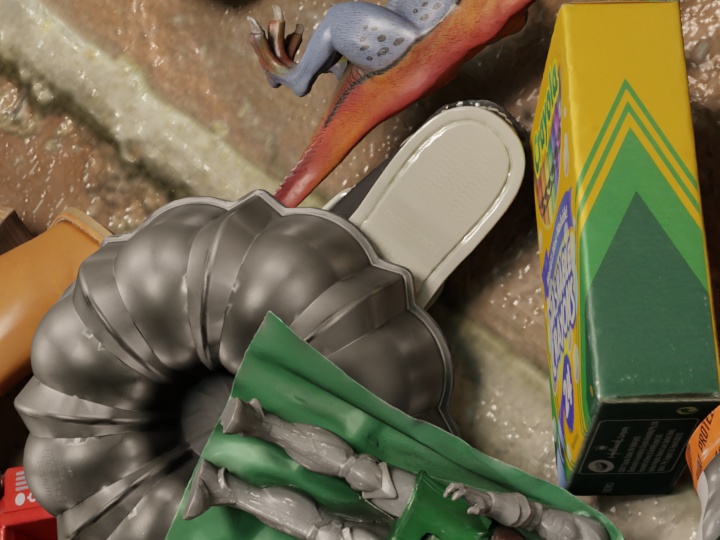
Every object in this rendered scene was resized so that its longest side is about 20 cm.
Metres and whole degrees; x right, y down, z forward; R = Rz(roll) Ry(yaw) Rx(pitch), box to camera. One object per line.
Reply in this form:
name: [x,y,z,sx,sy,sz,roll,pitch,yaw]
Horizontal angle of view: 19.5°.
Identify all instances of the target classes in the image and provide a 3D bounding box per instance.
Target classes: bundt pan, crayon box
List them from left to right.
bundt pan: [-0.061,0.066,0.910,0.202,0.076,0.202,1,95,12]
crayon box: [0.104,-0.021,0.857,0.052,0.126,0.200,-1,67,-2]

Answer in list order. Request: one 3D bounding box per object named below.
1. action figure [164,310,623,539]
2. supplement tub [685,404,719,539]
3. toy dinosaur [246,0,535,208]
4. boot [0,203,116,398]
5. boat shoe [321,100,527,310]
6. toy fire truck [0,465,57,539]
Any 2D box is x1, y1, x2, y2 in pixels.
action figure: [0.031,0.108,0.842,0.055,0.200,0.118,-88,22,-68]
supplement tub: [0.196,0.135,0.742,0.122,0.123,0.200,-32,57,19]
toy dinosaur: [0.049,-0.109,0.951,0.181,0.105,0.200,-1,83,39]
boot: [-0.181,0.046,1.030,0.200,0.074,0.155,9,57,50]
boat shoe: [0.000,0.000,0.961,0.074,0.060,0.200,41,103,1]
toy fire truck: [-0.179,0.167,1.019,0.200,0.049,0.141,-12,66,28]
